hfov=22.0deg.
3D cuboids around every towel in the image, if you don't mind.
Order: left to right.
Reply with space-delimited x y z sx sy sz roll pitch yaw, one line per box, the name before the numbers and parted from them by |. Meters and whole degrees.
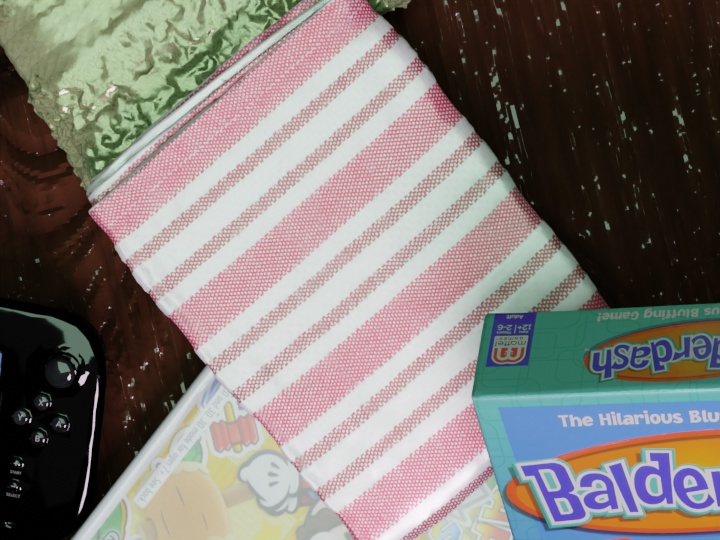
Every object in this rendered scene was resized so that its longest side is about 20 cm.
towel | -0.069 -0.138 0.784 0.199 0.036 0.149 -35 88 5
towel | 0.000 0.000 0.759 0.146 0.030 0.201 -39 93 3

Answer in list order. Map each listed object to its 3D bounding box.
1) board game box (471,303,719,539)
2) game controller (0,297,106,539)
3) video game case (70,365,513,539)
board game box | 0.135 0.097 0.688 0.150 0.045 0.201 -4 132 18
game controller | -0.207 0.055 0.800 0.198 0.042 0.106 9 92 7
video game case | -0.018 0.126 0.790 0.182 0.023 0.201 39 95 4
